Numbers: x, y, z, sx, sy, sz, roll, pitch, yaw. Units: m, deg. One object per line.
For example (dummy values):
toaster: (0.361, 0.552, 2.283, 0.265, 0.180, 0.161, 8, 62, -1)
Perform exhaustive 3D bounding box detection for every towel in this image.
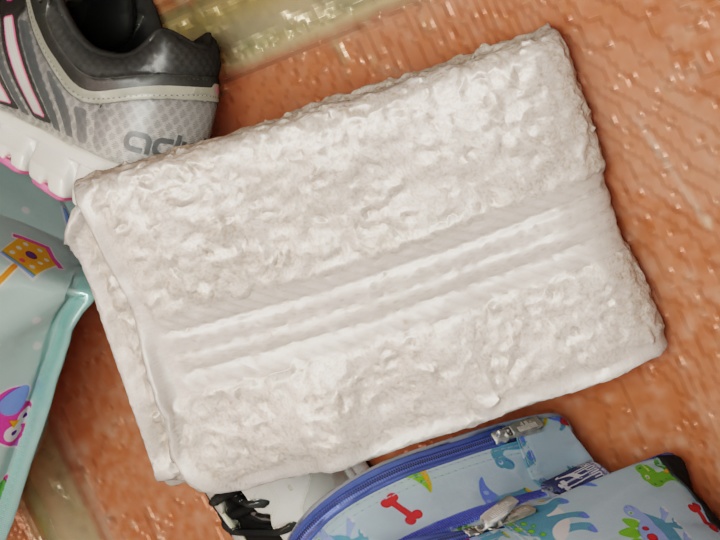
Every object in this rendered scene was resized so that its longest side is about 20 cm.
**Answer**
towel: (0.000, 0.000, 1.096, 0.199, 0.034, 0.133, -18, 104, 7)

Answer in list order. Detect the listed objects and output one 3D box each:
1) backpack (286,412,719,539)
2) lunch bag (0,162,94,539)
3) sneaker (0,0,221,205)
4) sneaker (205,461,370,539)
backpack: (0.037, 0.159, 1.094, 0.147, 0.199, 0.184, 45, 133, 33)
lunch bag: (-0.209, 0.038, 1.215, 0.169, 0.122, 0.201, 15, 125, -14)
sneaker: (-0.126, -0.089, 1.172, 0.199, 0.074, 0.088, 29, 104, 34)
sneaker: (-0.049, 0.070, 1.188, 0.073, 0.080, 0.201, -13, 105, 35)
